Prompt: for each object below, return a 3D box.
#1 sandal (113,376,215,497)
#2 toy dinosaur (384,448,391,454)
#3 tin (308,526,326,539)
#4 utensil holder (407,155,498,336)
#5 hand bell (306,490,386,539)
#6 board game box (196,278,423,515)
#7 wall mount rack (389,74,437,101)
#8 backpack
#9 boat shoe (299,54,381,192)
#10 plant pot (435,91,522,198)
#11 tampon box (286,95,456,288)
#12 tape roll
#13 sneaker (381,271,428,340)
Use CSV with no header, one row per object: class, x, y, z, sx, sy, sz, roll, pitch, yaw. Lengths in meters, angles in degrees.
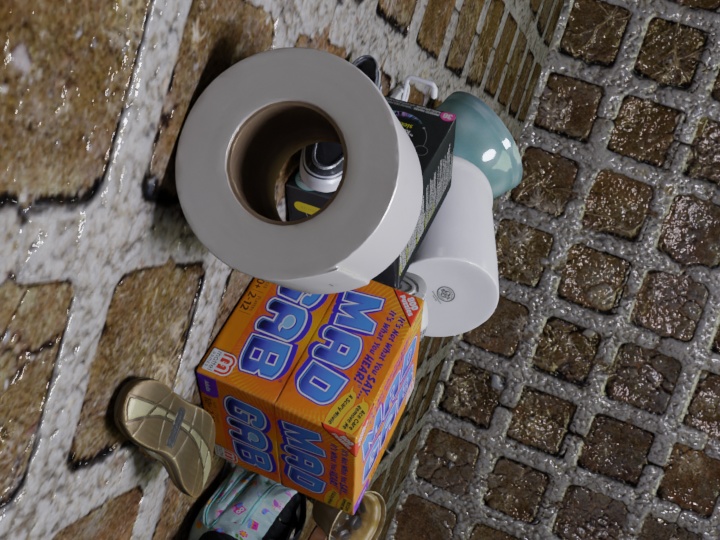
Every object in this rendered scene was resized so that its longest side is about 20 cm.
sandal,-0.199,0.162,0.959,0.200,0.054,0.081,61,43,-54
toy dinosaur,-0.060,0.236,1.276,0.103,0.198,0.077,93,13,-52
tin,-0.110,0.638,2.022,0.112,0.042,0.202,63,48,-78
utensil holder,0.109,-0.034,1.332,0.171,0.168,0.201,96,-4,-46
hand bell,-0.069,0.311,1.337,0.104,0.199,0.105,-20,121,-37
board game box,-0.056,0.133,1.159,0.201,0.198,0.201,92,22,-52
wall mount rack,0.057,-0.187,1.430,0.200,0.074,0.175,-55,161,-47
backpack,-0.152,0.345,1.236,0.168,0.126,0.200,-63,175,31
boat shoe,-0.019,-0.180,1.138,0.068,0.071,0.201,96,16,-52
plant pot,0.168,-0.193,1.680,0.134,0.200,0.201,-36,155,-16
tampon box,0.018,-0.107,1.206,0.127,0.149,0.201,88,25,-48
tape roll,-0.050,-0.084,0.869,0.139,0.201,0.204,26,84,-77
sneaker,-0.003,0.034,1.232,0.076,0.199,0.081,-45,142,-34
